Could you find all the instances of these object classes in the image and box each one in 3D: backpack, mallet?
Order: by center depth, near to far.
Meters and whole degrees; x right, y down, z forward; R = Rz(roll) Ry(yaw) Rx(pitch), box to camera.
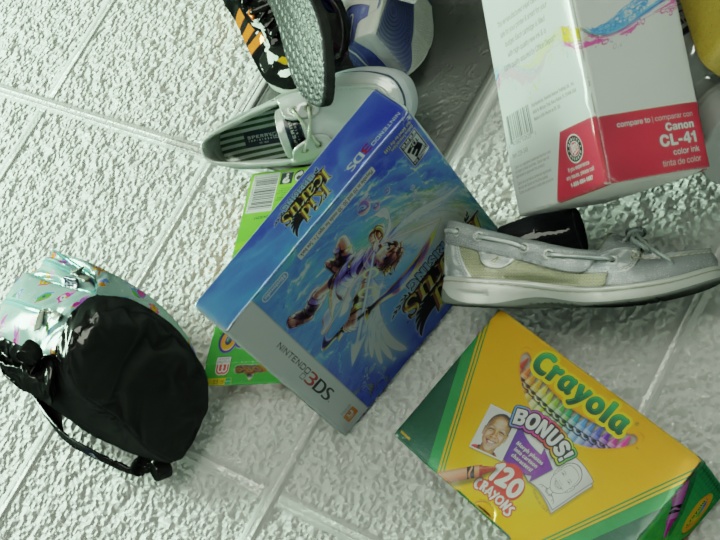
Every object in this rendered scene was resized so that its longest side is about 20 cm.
[{"bbox_3d":[0.126,-0.081,1.166,0.065,0.041,0.201,-22,49,14],"label":"mallet"},{"bbox_3d":[-0.219,0.066,1.219,0.127,0.167,0.199,-48,35,-18],"label":"backpack"}]

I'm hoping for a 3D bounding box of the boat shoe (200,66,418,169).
[{"bbox_3d":[-0.046,-0.116,1.257,0.199,0.067,0.074,-17,96,33],"label":"boat shoe"}]

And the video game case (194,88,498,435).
[{"bbox_3d":[0.000,0.000,1.093,0.200,0.181,0.045,-50,50,-5],"label":"video game case"}]

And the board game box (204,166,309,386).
[{"bbox_3d":[-0.067,0.006,1.233,0.095,0.030,0.202,-5,57,30],"label":"board game box"}]

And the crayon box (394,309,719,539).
[{"bbox_3d":[0.131,0.129,1.012,0.119,0.058,0.200,-49,49,-4],"label":"crayon box"}]

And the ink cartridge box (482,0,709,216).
[{"bbox_3d":[0.155,-0.150,1.034,0.085,0.147,0.202,-8,87,-18],"label":"ink cartridge box"}]

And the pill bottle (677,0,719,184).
[{"bbox_3d":[0.237,-0.159,1.092,0.110,0.111,0.201,-33,50,9],"label":"pill bottle"}]

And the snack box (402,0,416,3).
[{"bbox_3d":[0.000,-0.278,1.273,0.072,0.024,0.199,-50,43,-11],"label":"snack box"}]

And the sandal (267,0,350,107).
[{"bbox_3d":[-0.040,-0.218,1.243,0.047,0.076,0.202,-4,50,-19],"label":"sandal"}]

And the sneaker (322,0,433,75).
[{"bbox_3d":[0.001,-0.243,1.321,0.114,0.081,0.201,-13,49,29],"label":"sneaker"}]

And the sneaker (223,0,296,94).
[{"bbox_3d":[-0.088,-0.230,1.337,0.070,0.090,0.201,-38,39,6],"label":"sneaker"}]

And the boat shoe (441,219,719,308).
[{"bbox_3d":[0.153,-0.006,1.055,0.200,0.074,0.066,-2,88,23],"label":"boat shoe"}]

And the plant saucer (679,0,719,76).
[{"bbox_3d":[0.316,-0.220,1.050,0.198,0.049,0.202,1,54,-13],"label":"plant saucer"}]
